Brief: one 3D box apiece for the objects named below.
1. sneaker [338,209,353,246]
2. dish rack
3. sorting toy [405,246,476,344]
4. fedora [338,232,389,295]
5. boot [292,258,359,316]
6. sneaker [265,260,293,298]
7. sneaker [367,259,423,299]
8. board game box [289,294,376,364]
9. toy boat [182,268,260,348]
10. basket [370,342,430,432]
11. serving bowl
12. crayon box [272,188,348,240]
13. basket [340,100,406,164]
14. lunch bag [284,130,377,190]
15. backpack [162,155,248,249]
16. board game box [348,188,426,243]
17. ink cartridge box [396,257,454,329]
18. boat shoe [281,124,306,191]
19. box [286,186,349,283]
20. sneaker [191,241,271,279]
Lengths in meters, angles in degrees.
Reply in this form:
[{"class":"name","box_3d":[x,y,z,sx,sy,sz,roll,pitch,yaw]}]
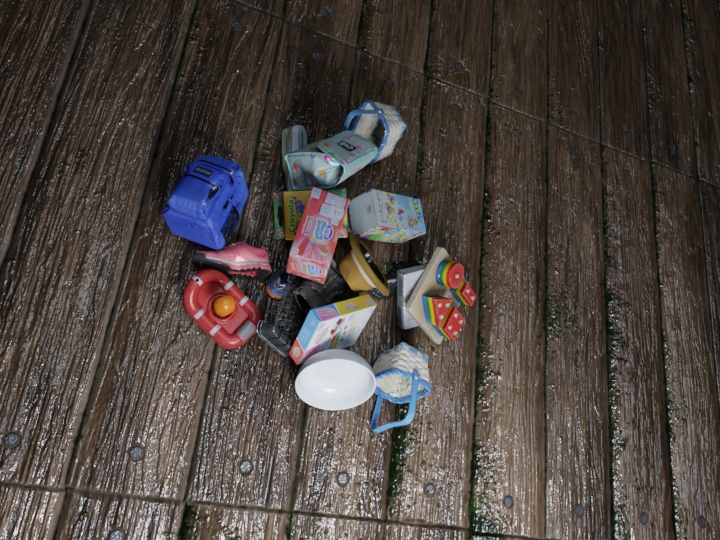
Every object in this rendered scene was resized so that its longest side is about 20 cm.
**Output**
[{"class":"sneaker","box_3d":[-0.074,-0.153,1.533,0.199,0.067,0.090,34,49,-4]},{"class":"dish rack","box_3d":[-0.171,0.099,1.375,0.154,0.054,0.203,56,44,-51]},{"class":"sorting toy","box_3d":[0.234,0.076,1.513,0.199,0.069,0.202,46,67,-43]},{"class":"fedora","box_3d":[0.000,0.000,1.422,0.081,0.201,0.202,-33,89,10]},{"class":"boot","box_3d":[-0.089,0.069,1.402,0.201,0.068,0.176,50,40,-29]},{"class":"sneaker","box_3d":[-0.160,-0.009,1.440,0.075,0.078,0.201,41,64,-7]},{"class":"sneaker","box_3d":[0.097,0.019,1.558,0.197,0.072,0.083,-13,56,-26]},{"class":"board game box","box_3d":[-0.066,0.143,1.361,0.198,0.154,0.040,-12,51,-46]},{"class":"toy boat","box_3d":[-0.328,0.084,1.312,0.200,0.131,0.131,45,67,-5]},{"class":"basket","box_3d":[0.094,0.298,1.394,0.138,0.176,0.202,32,56,-18]},{"class":"serving bowl","box_3d":[-0.061,0.257,1.356,0.197,0.202,0.066,17,38,-17]},{"class":"crayon box","box_3d":[-0.132,-0.146,1.453,0.196,0.051,0.130,-4,96,-1]},{"class":"basket","box_3d":[0.017,-0.388,1.579,0.198,0.177,0.140,-22,68,-39]},{"class":"lunch bag","box_3d":[-0.072,-0.289,1.458,0.170,0.197,0.124,-37,119,-47]},{"class":"backpack","box_3d":[-0.363,-0.183,1.348,0.160,0.169,0.202,22,62,4]},{"class":"board game box","box_3d":[0.074,-0.145,1.526,0.198,0.102,0.107,4,71,-45]},{"class":"ink cartridge box","box_3d":[0.192,0.062,1.538,0.197,0.057,0.166,-11,112,-22]},{"class":"boat shoe","box_3d":[-0.185,-0.297,1.526,0.072,0.061,0.204,10,81,-60]},{"class":"box","box_3d":[-0.102,-0.086,1.341,0.101,0.095,0.203,17,60,-4]},{"class":"sneaker","box_3d":[-0.324,-0.032,1.396,0.197,0.074,0.088,8,58,-24]}]
